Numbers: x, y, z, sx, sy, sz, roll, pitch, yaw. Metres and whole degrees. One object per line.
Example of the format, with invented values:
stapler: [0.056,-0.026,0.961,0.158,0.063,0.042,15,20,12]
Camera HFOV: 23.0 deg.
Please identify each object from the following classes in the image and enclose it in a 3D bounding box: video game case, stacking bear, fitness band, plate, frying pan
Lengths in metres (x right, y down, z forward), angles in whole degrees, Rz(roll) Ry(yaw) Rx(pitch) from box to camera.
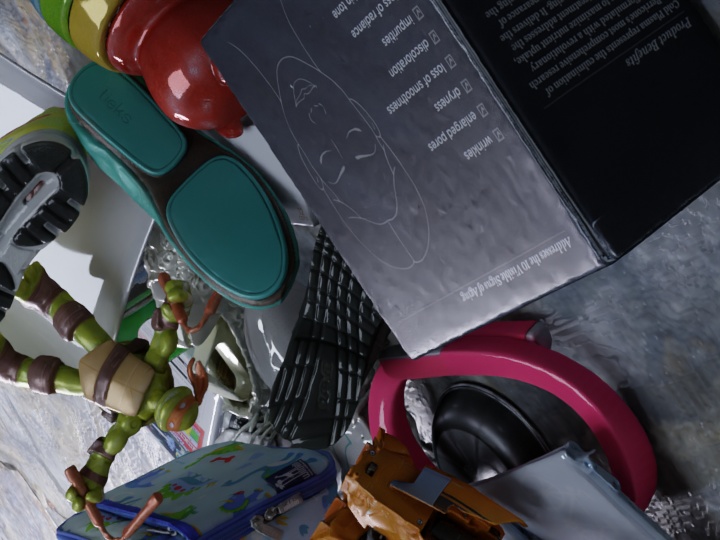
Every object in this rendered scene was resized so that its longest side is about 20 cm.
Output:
video game case: [-0.183,0.070,1.485,0.200,0.023,0.183,46,151,17]
stacking bear: [-0.125,-0.164,1.030,0.200,0.113,0.122,47,152,22]
fitness band: [0.084,0.099,1.041,0.199,0.037,0.145,-4,118,45]
plate: [-0.224,-0.042,1.187,0.198,0.032,0.202,31,121,15]
frying pan: [0.067,0.132,1.150,0.116,0.031,0.190,59,149,-4]

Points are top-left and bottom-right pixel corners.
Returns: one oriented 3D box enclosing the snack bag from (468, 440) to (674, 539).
snack bag: [0.129,0.187,1.034,0.188,0.021,0.200,43,145,-11]

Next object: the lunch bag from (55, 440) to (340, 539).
lunch bag: [-0.105,0.179,1.176,0.199,0.160,0.083,0,113,61]

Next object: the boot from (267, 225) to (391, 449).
boot: [0.000,0.000,1.044,0.067,0.131,0.202,25,105,-3]

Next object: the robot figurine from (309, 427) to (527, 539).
robot figurine: [0.071,0.179,1.005,0.199,0.058,0.145,33,144,4]

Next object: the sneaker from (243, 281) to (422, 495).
sneaker: [-0.003,0.087,1.159,0.201,0.070,0.080,56,157,-4]

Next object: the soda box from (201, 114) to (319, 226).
soda box: [-0.072,-0.077,1.105,0.199,0.063,0.069,10,128,55]

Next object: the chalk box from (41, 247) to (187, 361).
chalk box: [-0.193,-0.019,1.295,0.201,0.124,0.124,59,152,-4]

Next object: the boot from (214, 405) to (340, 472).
boot: [-0.066,0.133,1.307,0.095,0.073,0.200,43,152,9]

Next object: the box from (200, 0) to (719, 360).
box: [0.051,-0.087,0.831,0.198,0.123,0.200,58,152,-1]

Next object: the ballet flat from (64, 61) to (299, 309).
ballet flat: [-0.100,-0.048,1.060,0.200,0.067,0.070,46,174,20]

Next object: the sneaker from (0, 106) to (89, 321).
sneaker: [-0.236,-0.029,1.130,0.199,0.091,0.078,-38,117,24]

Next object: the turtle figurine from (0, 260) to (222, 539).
turtle figurine: [-0.157,0.057,1.135,0.160,0.064,0.202,26,98,20]

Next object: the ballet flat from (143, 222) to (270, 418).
ballet flat: [-0.102,0.039,1.221,0.071,0.072,0.201,32,162,38]
